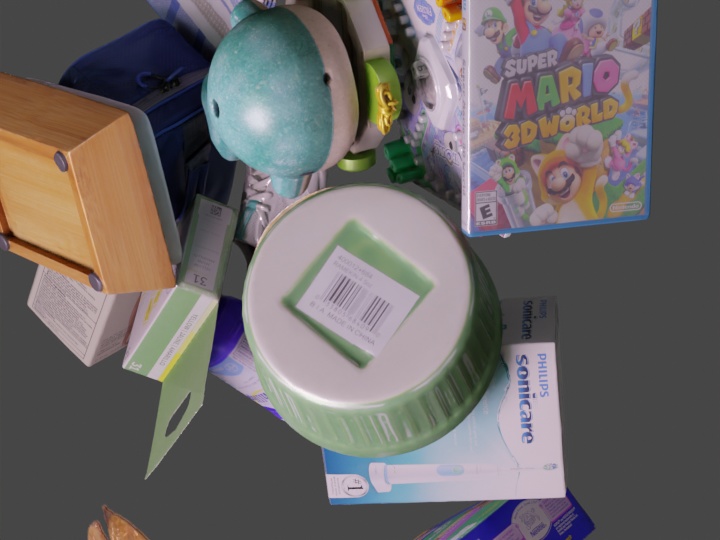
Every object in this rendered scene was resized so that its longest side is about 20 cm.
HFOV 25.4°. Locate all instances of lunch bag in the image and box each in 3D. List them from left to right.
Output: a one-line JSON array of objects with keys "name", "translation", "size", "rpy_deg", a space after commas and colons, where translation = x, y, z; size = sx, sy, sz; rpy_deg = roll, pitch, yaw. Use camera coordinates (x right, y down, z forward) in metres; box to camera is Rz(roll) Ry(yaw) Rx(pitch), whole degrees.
[{"name": "lunch bag", "translation": [-0.179, -0.111, 1.409], "size": [0.132, 0.136, 0.201], "rpy_deg": [43, 147, 19]}]

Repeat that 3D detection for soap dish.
[{"name": "soap dish", "translation": [-0.243, -0.071, 1.326], "size": [0.199, 0.081, 0.159], "rpy_deg": [20, 131, 44]}]

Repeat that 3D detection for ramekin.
[{"name": "ramekin", "translation": [0.006, 0.032, 1.208], "size": [0.200, 0.200, 0.098], "rpy_deg": [37, 170, 19]}]

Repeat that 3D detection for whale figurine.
[{"name": "whale figurine", "translation": [-0.085, -0.130, 1.248], "size": [0.199, 0.103, 0.161], "rpy_deg": [-5, 100, 59]}]

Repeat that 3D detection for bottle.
[{"name": "bottle", "translation": [-0.063, 0.099, 1.444], "size": [0.199, 0.066, 0.083], "rpy_deg": [35, 159, -20]}]

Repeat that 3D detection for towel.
[{"name": "towel", "translation": [-0.131, -0.248, 1.350], "size": [0.147, 0.024, 0.200], "rpy_deg": [49, 151, 9]}]

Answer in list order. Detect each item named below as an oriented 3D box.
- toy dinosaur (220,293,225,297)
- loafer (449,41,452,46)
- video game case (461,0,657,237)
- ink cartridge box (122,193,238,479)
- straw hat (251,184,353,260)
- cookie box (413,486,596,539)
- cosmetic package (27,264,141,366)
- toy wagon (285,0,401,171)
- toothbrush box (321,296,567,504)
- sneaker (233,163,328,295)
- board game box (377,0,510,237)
[{"name": "toy dinosaur", "translation": [-0.114, 0.051, 1.519], "size": [0.201, 0.058, 0.101], "rpy_deg": [52, 138, 5]}, {"name": "loafer", "translation": [0.109, -0.120, 1.196], "size": [0.067, 0.076, 0.201], "rpy_deg": [-30, 84, 35]}, {"name": "video game case", "translation": [0.139, -0.128, 1.120], "size": [0.018, 0.142, 0.202], "rpy_deg": [-133, 40, -67]}, {"name": "ink cartridge box", "translation": [-0.161, 0.056, 1.366], "size": [0.048, 0.201, 0.146], "rpy_deg": [21, 141, -15]}, {"name": "straw hat", "translation": [0.000, 0.000, 1.360], "size": [0.199, 0.085, 0.203], "rpy_deg": [3, 117, 5]}, {"name": "cookie box", "translation": [0.079, 0.266, 1.391], "size": [0.076, 0.171, 0.200], "rpy_deg": [56, 136, 4]}, {"name": "cosmetic package", "translation": [-0.248, -0.014, 1.578], "size": [0.103, 0.087, 0.201], "rpy_deg": [44, 136, 15]}, {"name": "toy wagon", "translation": [-0.009, -0.158, 1.260], "size": [0.200, 0.039, 0.156], "rpy_deg": [42, 143, 54]}, {"name": "toothbrush box", "translation": [0.067, 0.107, 1.309], "size": [0.198, 0.085, 0.148], "rpy_deg": [-3, 116, 10]}, {"name": "sneaker", "translation": [-0.079, -0.060, 1.401], "size": [0.075, 0.088, 0.202], "rpy_deg": [17, 124, 35]}, {"name": "board game box", "translation": [0.050, -0.140, 1.209], "size": [0.200, 0.026, 0.202], "rpy_deg": [-142, 39, -64]}]
